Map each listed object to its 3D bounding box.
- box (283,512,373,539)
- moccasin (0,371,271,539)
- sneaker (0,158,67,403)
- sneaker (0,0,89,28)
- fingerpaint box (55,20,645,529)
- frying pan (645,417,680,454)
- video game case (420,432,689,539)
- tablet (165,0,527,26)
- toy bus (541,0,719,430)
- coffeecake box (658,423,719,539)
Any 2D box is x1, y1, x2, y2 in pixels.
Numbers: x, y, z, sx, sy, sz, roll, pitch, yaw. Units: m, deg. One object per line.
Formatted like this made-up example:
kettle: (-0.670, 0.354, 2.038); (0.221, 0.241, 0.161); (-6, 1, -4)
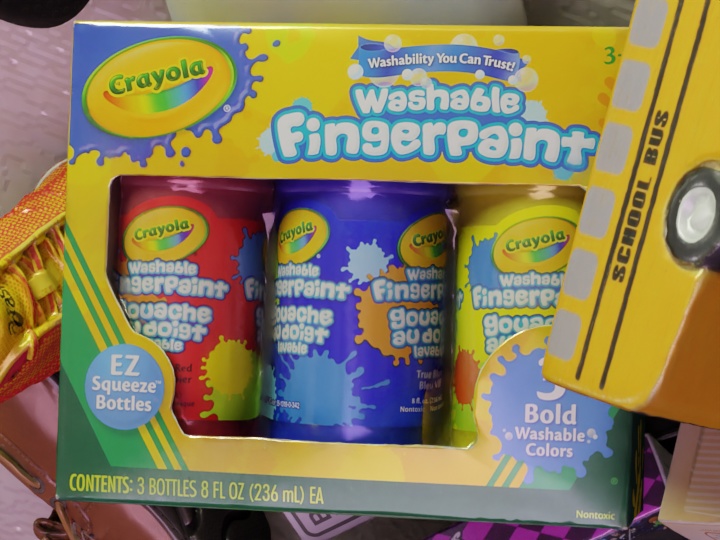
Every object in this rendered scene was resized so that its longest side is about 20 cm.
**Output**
box: (0.036, 0.013, 0.898); (0.199, 0.060, 0.117); (-26, 110, 17)
moccasin: (-0.107, 0.089, 0.944); (0.078, 0.074, 0.201); (-35, 109, 28)
sneaker: (-0.122, 0.013, 0.859); (0.200, 0.077, 0.073); (-39, 101, -25)
sneaker: (-0.192, -0.155, 0.843); (0.201, 0.108, 0.068); (25, 88, -42)
fingerpaint box: (0.000, 0.000, 0.803); (0.199, 0.073, 0.168); (3, 89, 10)
frying pan: (0.093, 0.089, 0.936); (0.114, 0.031, 0.190); (-14, 163, -24)
video game case: (0.066, 0.148, 0.922); (0.199, 0.036, 0.181); (-28, 146, 18)
tablet: (-0.016, -0.129, 0.803); (0.129, 0.014, 0.200); (-5, 139, 10)
toy bus: (0.121, -0.052, 0.708); (0.065, 0.078, 0.201); (13, 93, -32)
coffeecake box: (0.205, 0.048, 0.802); (0.073, 0.154, 0.200); (-3, 155, 46)
